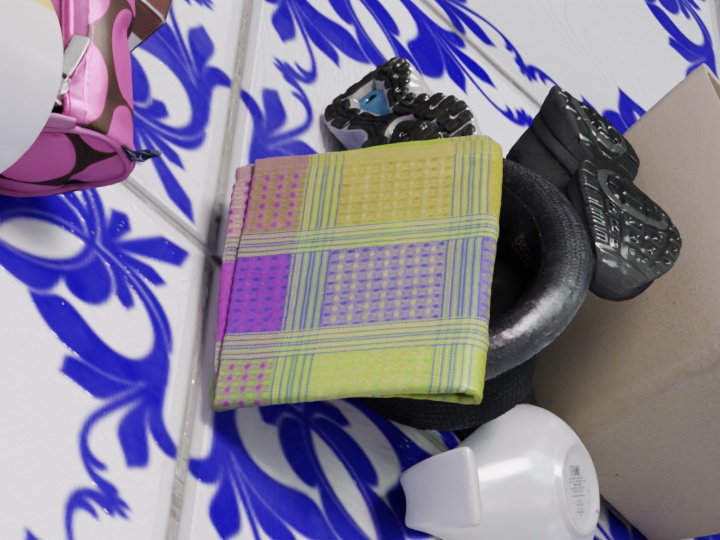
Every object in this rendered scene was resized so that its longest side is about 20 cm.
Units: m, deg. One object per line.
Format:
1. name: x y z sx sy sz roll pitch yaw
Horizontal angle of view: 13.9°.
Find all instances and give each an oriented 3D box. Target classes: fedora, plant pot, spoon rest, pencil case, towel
1. fedora: 0.030 0.021 1.562 0.201 0.200 0.092 -97 176 -51
2. plant pot: 0.196 0.040 1.723 0.200 0.177 0.200 44 22 -43
3. spoon rest: 0.073 0.117 1.562 0.200 0.061 0.100 12 70 -64
4. pencil case: -0.142 -0.138 1.432 0.094 0.091 0.200 80 7 -68
5. towel: 0.000 0.000 1.503 0.200 0.143 0.023 -85 167 -49

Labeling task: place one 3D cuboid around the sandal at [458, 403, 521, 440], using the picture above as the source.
1. sandal: 0.053 0.039 1.663 0.200 0.043 0.076 51 23 3

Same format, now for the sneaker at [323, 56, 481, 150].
1. sneaker: 0.046 -0.055 1.718 0.090 0.078 0.200 51 6 -25

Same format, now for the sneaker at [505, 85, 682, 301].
1. sneaker: 0.117 -0.024 1.636 0.076 0.091 0.200 37 16 -18

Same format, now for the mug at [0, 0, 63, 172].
1. mug: -0.199 -0.115 1.299 0.149 0.187 0.153 32 6 25

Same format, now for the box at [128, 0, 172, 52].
1. box: -0.148 -0.187 1.607 0.100 0.075 0.200 43 23 -16
